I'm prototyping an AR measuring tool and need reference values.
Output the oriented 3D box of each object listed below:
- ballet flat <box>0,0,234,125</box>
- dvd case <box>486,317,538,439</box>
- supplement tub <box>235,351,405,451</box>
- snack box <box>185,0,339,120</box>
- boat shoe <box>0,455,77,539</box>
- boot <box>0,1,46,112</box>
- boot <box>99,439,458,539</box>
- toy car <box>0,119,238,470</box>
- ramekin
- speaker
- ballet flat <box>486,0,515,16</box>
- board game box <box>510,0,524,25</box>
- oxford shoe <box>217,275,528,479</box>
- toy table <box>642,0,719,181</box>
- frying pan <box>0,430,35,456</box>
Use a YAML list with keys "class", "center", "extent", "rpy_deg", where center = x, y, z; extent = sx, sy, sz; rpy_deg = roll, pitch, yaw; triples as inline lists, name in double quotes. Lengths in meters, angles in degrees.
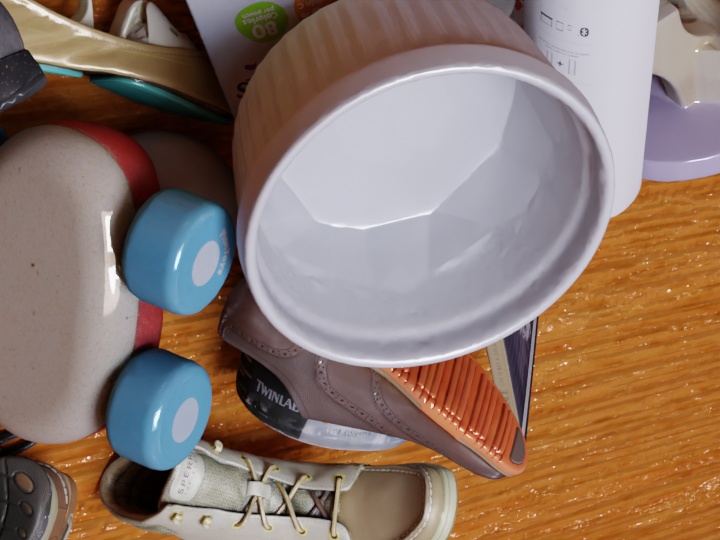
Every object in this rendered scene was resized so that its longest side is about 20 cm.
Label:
- class: "ballet flat"
  center: [-0.143, -0.129, 0.953]
  extent: [0.199, 0.068, 0.064]
  rpy_deg: [11, 92, -39]
- class: "dvd case"
  center: [0.095, -0.003, 1.124]
  extent: [0.016, 0.149, 0.201]
  rpy_deg: [-1, 138, 14]
- class: "supplement tub"
  center: [0.000, 0.000, 1.077]
  extent: [0.122, 0.122, 0.201]
  rpy_deg: [3, 111, -36]
- class: "snack box"
  center: [-0.018, -0.150, 0.931]
  extent: [0.141, 0.053, 0.201]
  rpy_deg: [-14, 135, 6]
- class: "boat shoe"
  center: [-0.237, 0.196, 1.039]
  extent: [0.200, 0.076, 0.074]
  rpy_deg: [-48, 161, 10]
- class: "boot"
  center: [-0.267, -0.110, 0.873]
  extent: [0.199, 0.070, 0.132]
  rpy_deg: [-27, 100, 8]
- class: "boot"
  center: [-0.053, 0.142, 1.077]
  extent: [0.154, 0.199, 0.073]
  rpy_deg: [26, 61, -38]
- class: "toy car"
  center: [-0.129, -0.008, 0.984]
  extent: [0.200, 0.183, 0.178]
  rpy_deg: [-26, 131, -57]
- class: "ramekin"
  center: [0.025, -0.055, 0.914]
  extent: [0.198, 0.105, 0.201]
  rpy_deg: [-10, 133, -10]
- class: "speaker"
  center: [0.136, -0.121, 1.041]
  extent: [0.081, 0.081, 0.201]
  rpy_deg: [-30, 144, -19]
- class: "ballet flat"
  center: [0.070, -0.237, 0.986]
  extent: [0.067, 0.046, 0.202]
  rpy_deg: [-3, 108, -23]
- class: "board game box"
  center: [0.080, -0.238, 1.055]
  extent: [0.200, 0.064, 0.148]
  rpy_deg: [-47, 129, -8]
- class: "oxford shoe"
  center: [0.008, 0.064, 1.006]
  extent: [0.200, 0.071, 0.073]
  rpy_deg: [37, 121, -5]
- class: "toy table"
  center: [0.240, -0.160, 1.147]
  extent: [0.200, 0.183, 0.117]
  rpy_deg: [-43, 147, -21]
- class: "frying pan"
  center: [-0.282, 0.147, 1.017]
  extent: [0.189, 0.031, 0.116]
  rpy_deg: [4, 111, -33]
